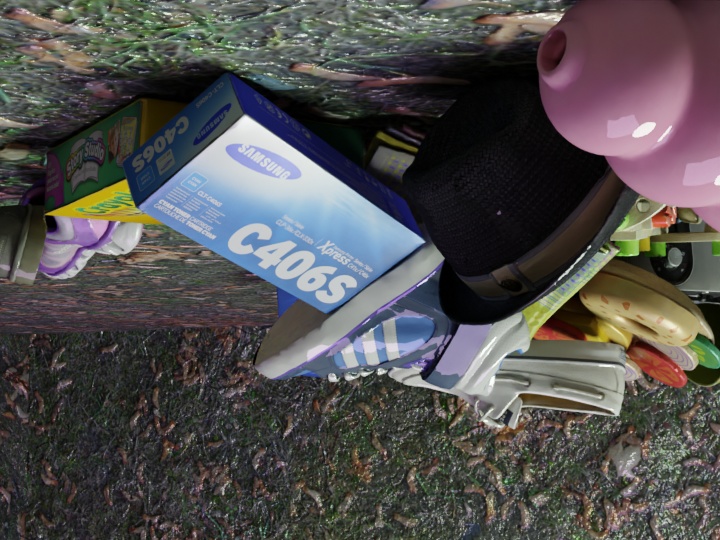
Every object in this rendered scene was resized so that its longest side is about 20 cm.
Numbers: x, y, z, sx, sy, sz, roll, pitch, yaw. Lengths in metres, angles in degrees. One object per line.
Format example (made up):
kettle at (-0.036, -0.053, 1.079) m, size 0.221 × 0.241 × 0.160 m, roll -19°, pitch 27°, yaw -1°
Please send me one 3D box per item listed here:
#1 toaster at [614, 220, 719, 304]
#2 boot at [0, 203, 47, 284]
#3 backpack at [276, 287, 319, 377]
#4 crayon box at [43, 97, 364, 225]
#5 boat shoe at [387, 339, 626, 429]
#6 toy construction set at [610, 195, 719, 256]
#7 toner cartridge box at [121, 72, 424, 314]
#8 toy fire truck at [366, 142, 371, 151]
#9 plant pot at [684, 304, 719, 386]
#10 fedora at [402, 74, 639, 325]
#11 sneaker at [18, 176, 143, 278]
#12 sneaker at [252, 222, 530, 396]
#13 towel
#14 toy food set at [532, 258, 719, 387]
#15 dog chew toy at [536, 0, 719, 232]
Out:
toaster at (0.261, -0.022, 1.128) m, size 0.181 × 0.119 × 0.200 m, roll 3°, pitch 172°, yaw -27°
boot at (-0.346, -0.045, 0.922) m, size 0.200 × 0.073 × 0.182 m, roll 13°, pitch 175°, yaw -18°
backpack at (-0.022, 0.079, 1.861) m, size 0.200 × 0.168 × 0.163 m, roll -4°, pitch -179°, yaw -1°
crayon box at (-0.122, -0.071, 0.898) m, size 0.172 × 0.058 × 0.200 m, roll 3°, pitch 173°, yaw -32°
boat shoe at (0.118, 0.096, 0.998) m, size 0.200 × 0.070 × 0.071 m, roll 1°, pitch 164°, yaw 8°
toy construction set at (0.235, -0.050, 0.925) m, size 0.131 × 0.092 × 0.200 m, roll 0°, pitch 169°, yaw 25°
toner cartridge box at (-0.052, -0.044, 0.800) m, size 0.095 × 0.043 × 0.200 m, roll -38°, pitch 141°, yaw 18°
toy fire truck at (0.106, -0.071, 0.982) m, size 0.200 × 0.049 × 0.141 m, roll -2°, pitch 172°, yaw 2°
plant pot at (0.468, 0.019, 1.410) m, size 0.200 × 0.187 × 0.187 m, roll -15°, pitch 177°, yaw -11°
fedora at (0.089, -0.061, 0.749) m, size 0.092 × 0.201 × 0.201 m, roll 37°, pitch 161°, yaw -17°
sneaker at (-0.271, -0.047, 1.079) m, size 0.088 × 0.081 × 0.200 m, roll 12°, pitch 163°, yaw -34°
sneaker at (0.032, 0.064, 0.923) m, size 0.200 × 0.146 × 0.081 m, roll -34°, pitch -159°, yaw 25°
towel at (0.075, -0.022, 0.910) m, size 0.200 × 0.023 × 0.144 m, roll 28°, pitch 139°, yaw -9°
toy food set at (0.206, 0.043, 1.022) m, size 0.200 × 0.049 × 0.198 m, roll 10°, pitch 158°, yaw 35°
dog chew toy at (0.173, -0.082, 0.588) m, size 0.200 × 0.125 × 0.125 m, roll 12°, pitch 169°, yaw -28°
